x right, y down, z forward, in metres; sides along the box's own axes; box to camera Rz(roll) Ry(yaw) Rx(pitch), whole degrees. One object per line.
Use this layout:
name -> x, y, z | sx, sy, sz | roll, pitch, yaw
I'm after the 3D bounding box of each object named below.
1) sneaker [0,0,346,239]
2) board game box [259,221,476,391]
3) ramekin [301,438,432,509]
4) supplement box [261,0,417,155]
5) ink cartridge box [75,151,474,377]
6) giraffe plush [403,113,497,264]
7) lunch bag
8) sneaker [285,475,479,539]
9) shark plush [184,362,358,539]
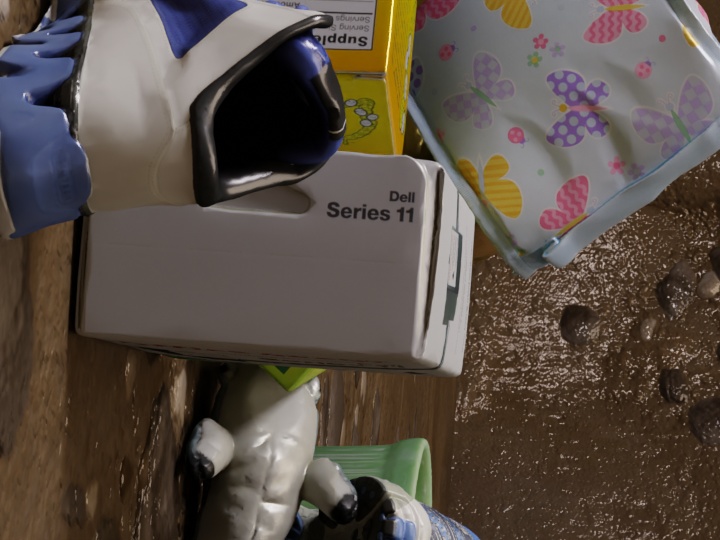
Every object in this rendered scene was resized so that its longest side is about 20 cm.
sneaker -> -0.059, -0.077, 0.861 | 0.200, 0.115, 0.081 | -79, 171, -52
board game box -> 0.000, 0.000, 1.270 | 0.102, 0.048, 0.200 | -48, 175, 12
ramekin -> -0.012, 0.203, 1.491 | 0.200, 0.098, 0.200 | 3, 90, -84
supplement box -> -0.028, -0.156, 1.132 | 0.110, 0.109, 0.200 | 79, 16, -66
ink cartridge box -> -0.030, -0.001, 1.020 | 0.200, 0.146, 0.083 | 35, 60, -81
giraffe plush -> 0.017, -0.066, 1.499 | 0.162, 0.172, 0.200 | 104, -33, -65
lunch bag -> 0.114, -0.108, 1.328 | 0.127, 0.170, 0.200 | 37, 18, -52
sneaker -> -0.006, 0.163, 1.274 | 0.200, 0.085, 0.077 | -16, -121, 58
shark plush -> -0.067, 0.084, 1.253 | 0.200, 0.091, 0.083 | -103, -150, -43
